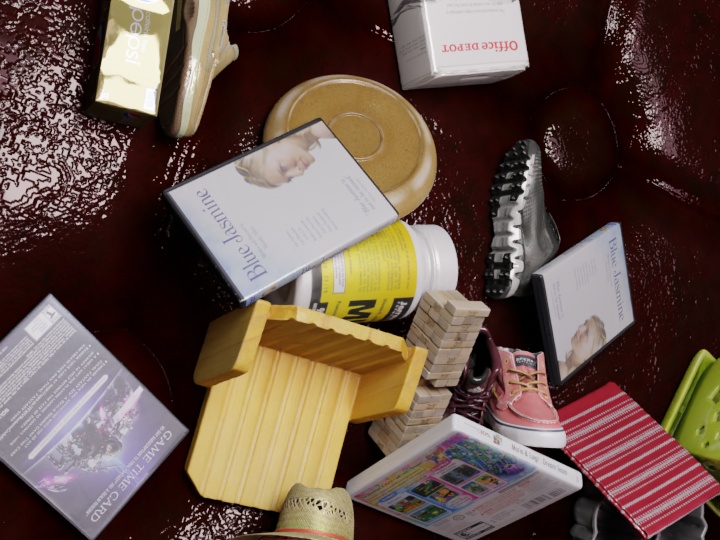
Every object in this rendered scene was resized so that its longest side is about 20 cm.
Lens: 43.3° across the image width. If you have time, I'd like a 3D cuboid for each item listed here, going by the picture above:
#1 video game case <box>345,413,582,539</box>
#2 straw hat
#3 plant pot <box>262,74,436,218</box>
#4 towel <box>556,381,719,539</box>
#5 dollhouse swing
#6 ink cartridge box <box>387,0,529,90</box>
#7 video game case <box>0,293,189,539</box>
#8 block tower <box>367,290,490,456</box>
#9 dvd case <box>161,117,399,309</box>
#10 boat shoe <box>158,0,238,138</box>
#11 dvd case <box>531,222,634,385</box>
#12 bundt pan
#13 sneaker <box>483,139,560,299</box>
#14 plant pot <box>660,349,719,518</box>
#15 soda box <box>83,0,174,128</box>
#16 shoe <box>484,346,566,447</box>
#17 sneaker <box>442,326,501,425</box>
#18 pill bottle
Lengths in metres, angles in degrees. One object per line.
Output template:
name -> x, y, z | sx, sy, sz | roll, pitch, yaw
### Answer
video game case -> 0.110, 0.237, 1.002 | 0.181, 0.200, 0.024 | 27, 45, -23
straw hat -> -0.045, 0.264, 0.934 | 0.199, 0.201, 0.086 | 25, 54, -24
plant pot -> -0.007, -0.141, 0.995 | 0.197, 0.028, 0.202 | 7, 59, -11
towel -> 0.331, 0.231, 1.131 | 0.143, 0.200, 0.023 | -20, 138, -27
dollhouse swing -> -0.064, 0.153, 0.934 | 0.198, 0.181, 0.178 | 19, 68, -26
ink cartridge box -> 0.111, -0.326, 1.087 | 0.144, 0.085, 0.203 | -10, 90, -27
video game case -> -0.285, 0.145, 0.892 | 0.200, 0.019, 0.143 | 49, 68, -18
block tower -> 0.073, 0.114, 1.006 | 0.054, 0.058, 0.202 | 2, 120, -39
dvd case -> -0.078, -0.064, 0.905 | 0.199, 0.018, 0.143 | -30, 72, -28
boat shoe -> -0.162, -0.232, 0.952 | 0.075, 0.071, 0.203 | 12, 81, -38
dvd case -> 0.286, 0.038, 1.147 | 0.199, 0.017, 0.145 | -28, 111, -42
bundt pan -> 0.353, 0.337, 1.181 | 0.199, 0.076, 0.205 | 2, 86, -27
sneaker -> 0.210, -0.060, 1.138 | 0.089, 0.066, 0.203 | 9, 87, -29
plant pot -> 0.523, 0.223, 1.213 | 0.199, 0.181, 0.201 | 44, 65, -19
soda box -> -0.228, -0.253, 0.915 | 0.063, 0.068, 0.203 | 11, 83, -26
shoe -> 0.184, 0.140, 1.036 | 0.070, 0.200, 0.092 | 5, 91, -6
sneaker -> 0.116, 0.155, 1.038 | 0.075, 0.116, 0.203 | 9, 78, -4
pill bottle -> 0.000, 0.000, 0.994 | 0.197, 0.114, 0.116 | -3, 89, -27
